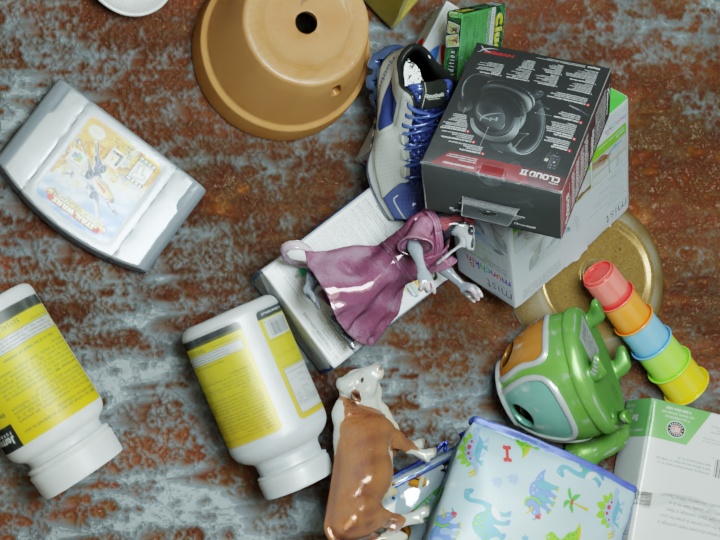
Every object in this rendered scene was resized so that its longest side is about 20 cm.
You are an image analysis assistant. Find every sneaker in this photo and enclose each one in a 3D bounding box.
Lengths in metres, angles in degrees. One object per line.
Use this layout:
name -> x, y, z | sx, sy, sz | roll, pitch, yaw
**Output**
sneaker -> 0.057, -0.153, 1.658 | 0.080, 0.115, 0.200 | -6, 86, -18

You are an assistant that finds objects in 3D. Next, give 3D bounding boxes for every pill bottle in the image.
pill bottle -> -0.335, 0.124, 1.591 | 0.114, 0.114, 0.200 | -33, 92, -16
pill bottle -> -0.104, 0.136, 1.656 | 0.112, 0.112, 0.201 | -23, 90, -17

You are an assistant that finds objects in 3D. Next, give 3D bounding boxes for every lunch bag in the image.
lunch bag -> 0.174, 0.270, 1.631 | 0.199, 0.127, 0.171 | 20, 74, 3
lunch bag -> 0.086, 0.280, 1.712 | 0.199, 0.076, 0.161 | -24, 86, -17

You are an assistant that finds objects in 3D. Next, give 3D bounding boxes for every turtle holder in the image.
turtle holder -> 0.233, 0.130, 1.748 | 0.131, 0.186, 0.141 | -19, 54, 20

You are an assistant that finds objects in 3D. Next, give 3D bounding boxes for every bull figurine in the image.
bull figurine -> 0.015, 0.201, 1.639 | 0.121, 0.065, 0.201 | 19, 67, -19

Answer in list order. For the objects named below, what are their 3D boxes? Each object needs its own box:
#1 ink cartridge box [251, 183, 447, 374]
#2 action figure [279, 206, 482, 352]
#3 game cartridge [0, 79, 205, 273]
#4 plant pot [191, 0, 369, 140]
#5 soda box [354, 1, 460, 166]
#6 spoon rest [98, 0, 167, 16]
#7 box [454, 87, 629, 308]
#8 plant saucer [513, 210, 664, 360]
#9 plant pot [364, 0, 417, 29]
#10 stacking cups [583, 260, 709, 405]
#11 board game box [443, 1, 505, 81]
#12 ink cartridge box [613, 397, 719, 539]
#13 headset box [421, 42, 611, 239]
ink cartridge box -> 0.000, 0.000, 1.718 | 0.200, 0.076, 0.137 | -38, 93, -14
action figure -> 0.041, -0.012, 1.636 | 0.200, 0.134, 0.149 | -39, 67, 0
game cartridge -> -0.282, -0.094, 1.673 | 0.200, 0.042, 0.133 | 37, 72, -9
plant pot -> -0.075, -0.251, 1.694 | 0.199, 0.140, 0.201 | 2, 84, -15
soda box -> 0.071, -0.200, 1.765 | 0.064, 0.068, 0.201 | 29, 77, -10
spoon rest -> -0.295, -0.343, 1.685 | 0.199, 0.061, 0.100 | 21, 79, -12
box -> 0.201, -0.091, 1.714 | 0.200, 0.177, 0.097 | -41, 55, -22
plant saucer -> 0.270, 0.009, 1.814 | 0.199, 0.035, 0.201 | 2, 83, -16
plant pot -> 0.033, -0.429, 1.725 | 0.200, 0.194, 0.196 | 40, 75, 1
stacking cups -> 0.325, 0.070, 1.773 | 0.061, 0.060, 0.200 | -48, 119, -15
board game box -> 0.122, -0.193, 1.731 | 0.105, 0.023, 0.201 | -21, 120, -53
ink cartridge box -> 0.365, 0.260, 1.785 | 0.145, 0.084, 0.201 | 15, 80, -13
headset box -> 0.157, -0.127, 1.586 | 0.148, 0.077, 0.200 | 13, 55, 17
